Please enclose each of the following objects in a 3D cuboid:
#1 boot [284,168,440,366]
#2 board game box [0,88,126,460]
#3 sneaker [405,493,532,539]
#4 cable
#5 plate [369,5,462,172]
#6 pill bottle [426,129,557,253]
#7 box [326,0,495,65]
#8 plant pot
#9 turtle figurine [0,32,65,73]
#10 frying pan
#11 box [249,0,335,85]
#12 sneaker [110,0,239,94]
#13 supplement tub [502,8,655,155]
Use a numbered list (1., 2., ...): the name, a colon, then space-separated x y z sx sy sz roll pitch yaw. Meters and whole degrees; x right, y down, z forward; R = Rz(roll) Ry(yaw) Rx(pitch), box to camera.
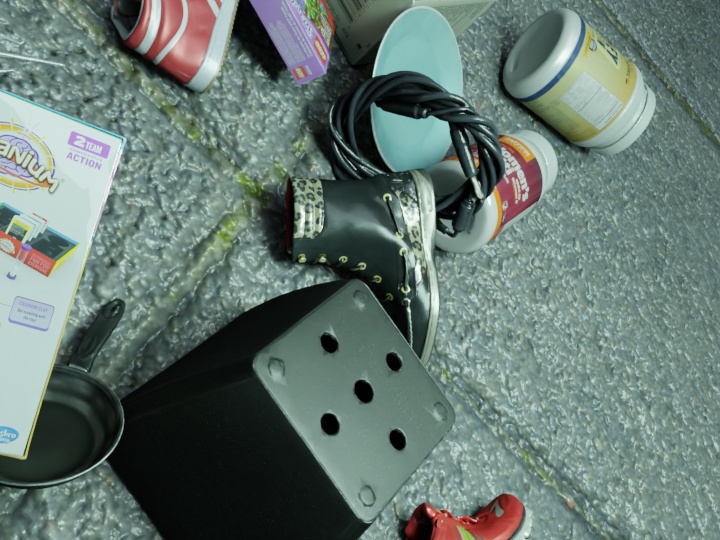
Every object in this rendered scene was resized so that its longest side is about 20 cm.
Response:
1. boot: 0.000 -0.001 0.838 0.152 0.073 0.206 -1 91 -17
2. board game box: -0.239 -0.009 0.474 0.152 0.040 0.202 21 79 -28
3. sneaker: 0.086 0.247 0.761 0.199 0.077 0.085 -22 75 -46
4. cable: 0.052 -0.129 0.881 0.199 0.164 0.051 35 45 5
5. plate: 0.063 -0.210 0.988 0.199 0.025 0.203 -20 115 -50
6. pill bottle: 0.158 -0.103 1.006 0.199 0.109 0.110 -32 88 -46
7. box: 0.062 -0.352 1.056 0.199 0.128 0.110 -24 82 -46
8. plant pot: -0.048 0.123 0.642 0.201 0.177 0.199 55 44 -1
9. turtle figurine: -0.301 -0.082 0.596 0.199 0.100 0.151 -19 87 -35
10. frying pan: -0.231 0.086 0.603 0.114 0.031 0.191 4 34 -18
11. box: -0.091 -0.320 0.892 0.201 0.039 0.138 58 23 -34
12. sneaker: -0.185 -0.286 0.842 0.112 0.071 0.202 25 53 -32
13. supplement tub: 0.326 -0.275 1.230 0.199 0.144 0.146 30 49 -24
